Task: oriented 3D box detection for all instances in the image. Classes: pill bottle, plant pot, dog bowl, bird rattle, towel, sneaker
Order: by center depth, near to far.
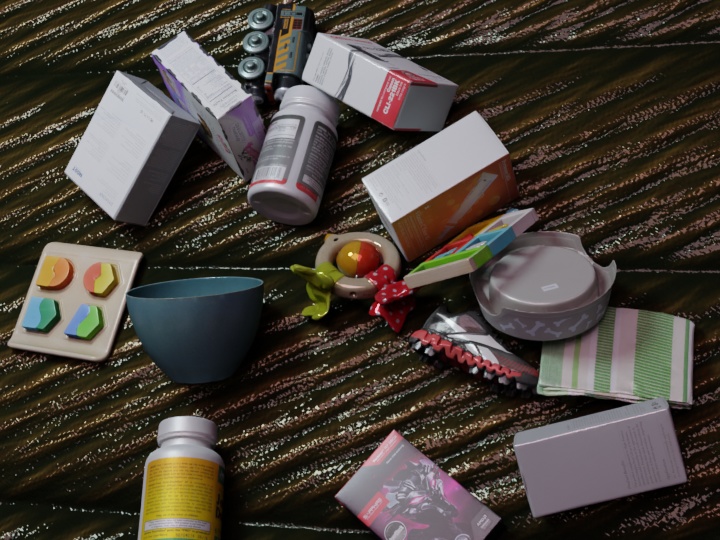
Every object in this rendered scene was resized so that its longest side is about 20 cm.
[{"bbox_3d":[0.344,0.113,1.498,0.200,0.023,0.153,5,52,13],"label":"towel"},{"bbox_3d":[0.252,0.022,1.537,0.200,0.059,0.200,-6,34,4],"label":"dog bowl"},{"bbox_3d":[-0.245,0.310,1.542,0.113,0.113,0.200,-8,60,13],"label":"pill bottle"},{"bbox_3d":[0.170,0.106,1.550,0.200,0.071,0.098,22,71,26],"label":"sneaker"},{"bbox_3d":[-0.237,0.090,1.633,0.200,0.200,0.135,-2,97,16],"label":"plant pot"},{"bbox_3d":[0.000,0.000,1.649,0.200,0.113,0.163,-2,45,12],"label":"bird rattle"},{"bbox_3d":[-0.100,-0.184,1.766,0.114,0.114,0.200,6,64,20],"label":"pill bottle"}]

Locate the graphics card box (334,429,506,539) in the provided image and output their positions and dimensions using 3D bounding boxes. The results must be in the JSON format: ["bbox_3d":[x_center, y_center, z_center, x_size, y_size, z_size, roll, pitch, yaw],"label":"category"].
[{"bbox_3d":[0.077,0.319,1.475,0.200,0.051,0.125,38,78,29],"label":"graphics card box"}]

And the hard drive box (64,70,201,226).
[{"bbox_3d":[-0.377,-0.201,1.834,0.156,0.077,0.200,40,106,30],"label":"hard drive box"}]

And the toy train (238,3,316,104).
[{"bbox_3d":[-0.140,-0.370,1.903,0.114,0.085,0.200,3,63,7],"label":"toy train"}]

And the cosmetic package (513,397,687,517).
[{"bbox_3d":[0.303,0.237,1.417,0.200,0.074,0.102,-14,93,10],"label":"cosmetic package"}]

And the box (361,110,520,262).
[{"bbox_3d":[0.122,-0.123,1.660,0.200,0.124,0.098,-31,58,-1],"label":"box"}]

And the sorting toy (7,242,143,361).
[{"bbox_3d":[-0.462,0.044,1.797,0.185,0.036,0.200,7,64,20],"label":"sorting toy"}]

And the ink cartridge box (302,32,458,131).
[{"bbox_3d":[0.030,-0.298,1.762,0.200,0.144,0.084,32,112,29],"label":"ink cartridge box"}]

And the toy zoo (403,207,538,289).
[{"bbox_3d":[0.166,-0.038,1.584,0.131,0.020,0.200,-17,15,47],"label":"toy zoo"}]

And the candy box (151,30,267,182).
[{"bbox_3d":[-0.237,-0.266,1.819,0.072,0.168,0.200,-38,59,-13],"label":"candy box"}]
